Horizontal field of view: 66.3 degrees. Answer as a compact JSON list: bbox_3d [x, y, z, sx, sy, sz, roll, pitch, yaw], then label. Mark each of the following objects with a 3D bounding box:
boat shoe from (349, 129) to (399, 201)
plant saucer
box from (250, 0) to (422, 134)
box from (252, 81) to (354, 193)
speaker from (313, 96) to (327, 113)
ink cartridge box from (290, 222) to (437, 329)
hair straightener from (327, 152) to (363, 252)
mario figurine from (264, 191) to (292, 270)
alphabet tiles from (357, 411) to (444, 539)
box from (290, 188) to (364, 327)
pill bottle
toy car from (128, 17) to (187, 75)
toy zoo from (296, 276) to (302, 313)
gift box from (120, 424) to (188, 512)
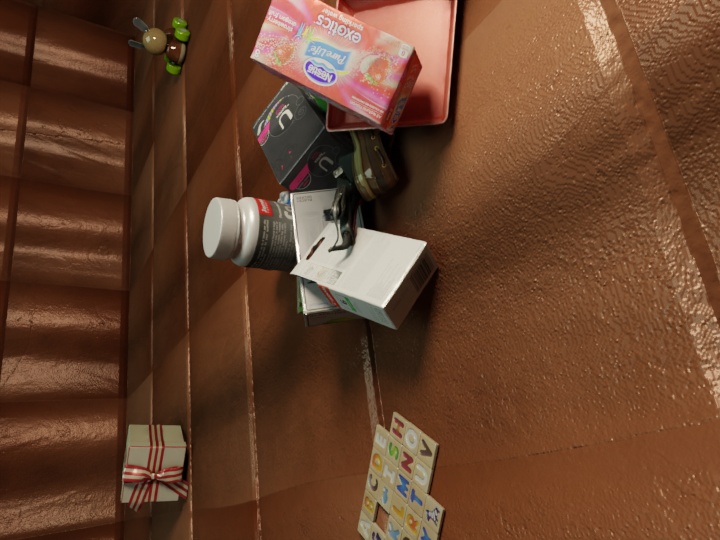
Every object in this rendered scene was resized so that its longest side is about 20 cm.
[{"bbox_3d":[0.023,-0.204,0.848,0.066,0.072,0.206,-16,62,20],"label":"boat shoe"},{"bbox_3d":[0.047,-0.300,0.782,0.194,0.036,0.207,4,88,31],"label":"plant saucer"},{"bbox_3d":[-0.029,-0.271,0.718,0.196,0.095,0.105,29,102,8],"label":"box"},{"bbox_3d":[-0.098,-0.225,0.968,0.123,0.105,0.202,-47,45,16],"label":"box"},{"bbox_3d":[-0.066,-0.334,0.875,0.086,0.200,0.091,-9,65,19],"label":"speaker"},{"bbox_3d":[0.000,0.000,0.772,0.197,0.051,0.110,16,61,45],"label":"ink cartridge box"},{"bbox_3d":[-0.030,-0.108,0.801,0.040,0.078,0.204,-12,44,24],"label":"hair straightener"},{"bbox_3d":[-0.163,-0.096,1.070,0.105,0.122,0.204,35,111,27],"label":"mario figurine"},{"bbox_3d":[0.056,0.312,0.756,0.166,0.007,0.207,22,104,57],"label":"alphabet tiles"},{"bbox_3d":[-0.045,-0.023,0.860,0.061,0.113,0.206,99,162,-65],"label":"box"},{"bbox_3d":[-0.160,-0.061,0.943,0.113,0.195,0.118,-14,73,55],"label":"pill bottle"},{"bbox_3d":[-0.759,-0.862,2.062,0.166,0.195,0.160,-58,41,33],"label":"toy car"},{"bbox_3d":[-0.062,-0.007,0.982,0.198,0.020,0.136,-24,65,54],"label":"toy zoo"},{"bbox_3d":[-0.601,0.579,1.612,0.186,0.179,0.207,-163,77,-66],"label":"gift box"}]
